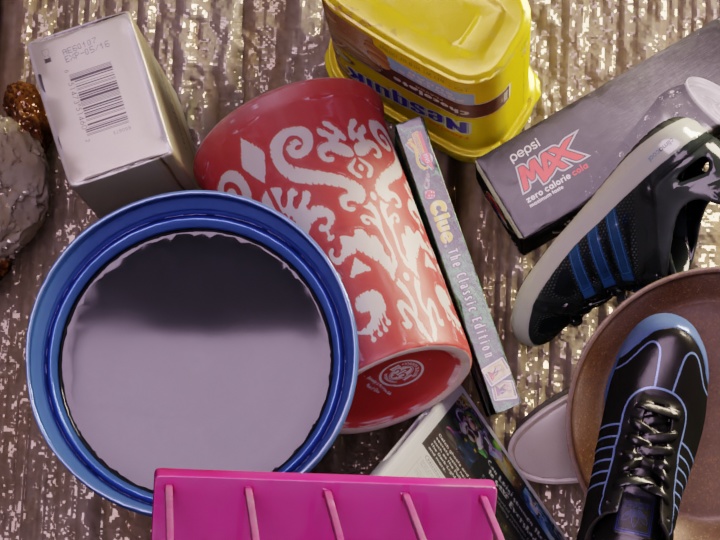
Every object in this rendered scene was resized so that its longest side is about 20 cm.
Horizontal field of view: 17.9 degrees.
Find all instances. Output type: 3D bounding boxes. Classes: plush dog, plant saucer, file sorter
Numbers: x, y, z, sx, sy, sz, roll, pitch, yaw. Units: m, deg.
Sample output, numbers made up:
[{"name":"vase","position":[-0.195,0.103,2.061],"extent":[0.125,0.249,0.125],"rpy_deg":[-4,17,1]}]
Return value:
[{"name":"plush dog","position":[-0.295,-0.073,1.571],"extent":[0.172,0.160,0.200],"rpy_deg":[22,81,-16]},{"name":"plant saucer","position":[0.233,0.094,1.501],"extent":[0.200,0.037,0.201],"rpy_deg":[0,98,1]},{"name":"file sorter","position":[-0.019,0.201,1.289],"extent":[0.200,0.125,0.139],"rpy_deg":[3,105,-6]}]

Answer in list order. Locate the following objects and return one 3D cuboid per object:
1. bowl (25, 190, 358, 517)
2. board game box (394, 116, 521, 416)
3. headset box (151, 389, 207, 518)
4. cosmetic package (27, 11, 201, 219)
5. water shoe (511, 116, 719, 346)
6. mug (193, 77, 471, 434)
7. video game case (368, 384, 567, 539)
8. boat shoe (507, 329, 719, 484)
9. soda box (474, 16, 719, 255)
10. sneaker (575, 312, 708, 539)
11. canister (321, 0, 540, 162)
[{"name":"bowl","position":[-0.101,0.053,1.373],"extent":[0.200,0.039,0.201],"rpy_deg":[0,77,1]},{"name":"board game box","position":[0.063,0.000,1.530],"extent":[0.023,0.105,0.200],"rpy_deg":[-19,86,1]},{"name":"headset box","position":[-0.107,0.111,1.484],"extent":[0.093,0.200,0.174],"rpy_deg":[-34,78,-2]},{"name":"cosmetic package","position":[-0.157,-0.090,1.524],"extent":[0.073,0.200,0.104],"rpy_deg":[-18,80,1]},{"name":"water shoe","position":[0.175,-0.008,1.512],"extent":[0.079,0.071,0.200],"rpy_deg":[45,120,17]},{"name":"mug","position":[0.004,-0.007,1.486],"extent":[0.177,0.133,0.200],"rpy_deg":[0,55,-38]},{"name":"video game case","position":[0.086,0.185,1.452],"extent":[0.023,0.182,0.200],"rpy_deg":[-33,94,25]},{"name":"boat shoe","position":[0.193,0.087,1.548],"extent":[0.200,0.057,0.067],"rpy_deg":[-26,97,3]},{"name":"soda box","position":[0.180,-0.092,1.570],"extent":[0.200,0.063,0.071],"rpy_deg":[-31,79,-1]},{"name":"sneaker","position":[0.181,0.129,1.448],"extent":[0.070,0.078,0.200],"rpy_deg":[12,98,-2]},{"name":"canister","position":[0.045,-0.154,1.520],"extent":[0.148,0.200,0.087],"rpy_deg":[32,83,9]}]
